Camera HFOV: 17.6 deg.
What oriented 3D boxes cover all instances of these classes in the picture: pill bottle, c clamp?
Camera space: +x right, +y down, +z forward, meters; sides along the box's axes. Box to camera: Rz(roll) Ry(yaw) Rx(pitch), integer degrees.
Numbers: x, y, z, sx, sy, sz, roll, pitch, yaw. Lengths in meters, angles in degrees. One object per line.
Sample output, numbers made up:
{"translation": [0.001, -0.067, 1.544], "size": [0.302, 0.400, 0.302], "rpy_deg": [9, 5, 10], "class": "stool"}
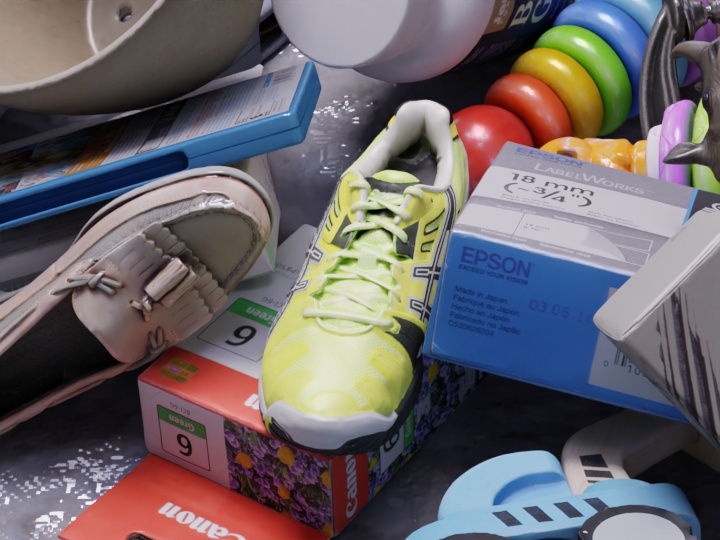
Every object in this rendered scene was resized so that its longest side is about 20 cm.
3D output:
{"translation": [0.037, -0.159, 1.226], "size": [0.111, 0.112, 0.200], "rpy_deg": [19, 21, 25], "class": "pill bottle"}
{"translation": [0.233, -0.118, 1.211], "size": [0.199, 0.172, 0.027], "rpy_deg": [-14, -4, -8], "class": "c clamp"}

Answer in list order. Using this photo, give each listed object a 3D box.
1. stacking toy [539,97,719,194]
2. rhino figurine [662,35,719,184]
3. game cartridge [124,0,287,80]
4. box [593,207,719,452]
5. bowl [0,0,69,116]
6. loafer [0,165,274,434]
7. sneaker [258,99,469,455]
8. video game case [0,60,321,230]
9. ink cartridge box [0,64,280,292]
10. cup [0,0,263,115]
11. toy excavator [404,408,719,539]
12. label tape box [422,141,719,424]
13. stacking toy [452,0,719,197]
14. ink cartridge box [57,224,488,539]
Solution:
{"translation": [0.180, -0.053, 1.141], "size": [0.199, 0.116, 0.110], "rpy_deg": [-2, 64, 16], "class": "stacking toy"}
{"translation": [0.191, -0.029, 0.956], "size": [0.060, 0.088, 0.200], "rpy_deg": [-24, 56, -30], "class": "rhino figurine"}
{"translation": [-0.077, -0.183, 1.375], "size": [0.133, 0.042, 0.200], "rpy_deg": [18, 43, 30], "class": "game cartridge"}
{"translation": [0.186, 0.070, 0.911], "size": [0.068, 0.200, 0.082], "rpy_deg": [-45, 4, 2], "class": "box"}
{"translation": [-0.245, -0.128, 1.270], "size": [0.200, 0.091, 0.202], "rpy_deg": [-1, 39, 1], "class": "bowl"}
{"translation": [-0.122, 0.027, 1.039], "size": [0.199, 0.072, 0.063], "rpy_deg": [-29, 31, 20], "class": "loafer"}
{"translation": [0.000, 0.000, 1.026], "size": [0.075, 0.077, 0.201], "rpy_deg": [8, 41, 10], "class": "sneaker"}
{"translation": [-0.119, -0.053, 1.101], "size": [0.199, 0.018, 0.143], "rpy_deg": [-16, 13, 6], "class": "video game case"}
{"translation": [-0.121, -0.033, 1.167], "size": [0.160, 0.050, 0.200], "rpy_deg": [-16, 19, 7], "class": "ink cartridge box"}
{"translation": [-0.123, -0.156, 1.136], "size": [0.199, 0.143, 0.202], "rpy_deg": [-8, 70, 23], "class": "cup"}
{"translation": [0.094, 0.108, 0.964], "size": [0.193, 0.100, 0.200], "rpy_deg": [-7, 30, -8], "class": "toy excavator"}
{"translation": [0.121, -0.006, 1.058], "size": [0.143, 0.064, 0.200], "rpy_deg": [14, 22, 9], "class": "label tape box"}
{"translation": [0.111, -0.100, 1.230], "size": [0.085, 0.086, 0.200], "rpy_deg": [30, 53, 34], "class": "stacking toy"}
{"translation": [-0.037, 0.064, 1.049], "size": [0.109, 0.051, 0.200], "rpy_deg": [21, 43, 27], "class": "ink cartridge box"}
